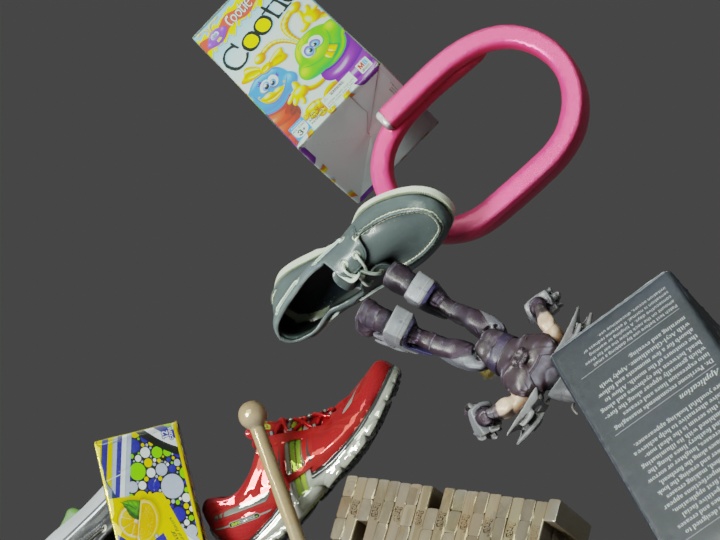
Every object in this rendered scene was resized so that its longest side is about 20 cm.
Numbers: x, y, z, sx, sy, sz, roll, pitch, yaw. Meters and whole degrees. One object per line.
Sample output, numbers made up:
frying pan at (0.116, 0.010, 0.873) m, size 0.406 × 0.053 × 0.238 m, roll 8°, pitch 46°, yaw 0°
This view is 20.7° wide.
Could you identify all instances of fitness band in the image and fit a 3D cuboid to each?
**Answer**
fitness band at (0.096, -0.113, 1.630) m, size 0.200 × 0.037 × 0.144 m, roll -42°, pitch 67°, yaw 8°

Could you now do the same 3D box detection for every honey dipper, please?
honey dipper at (-0.051, 0.194, 1.514) m, size 0.038 × 0.038 × 0.200 m, roll -22°, pitch 84°, yaw 23°

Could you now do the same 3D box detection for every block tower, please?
block tower at (0.069, 0.197, 1.482) m, size 0.200 × 0.054 × 0.058 m, roll 1°, pitch 65°, yaw 35°

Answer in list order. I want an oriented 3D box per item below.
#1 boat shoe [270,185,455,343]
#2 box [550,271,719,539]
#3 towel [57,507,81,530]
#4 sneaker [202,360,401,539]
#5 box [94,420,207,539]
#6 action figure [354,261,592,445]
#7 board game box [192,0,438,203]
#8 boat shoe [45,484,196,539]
boat shoe at (0.000, 0.000, 1.612) m, size 0.200 × 0.073 × 0.062 m, roll -32°, pitch 28°, yaw 36°
box at (0.241, 0.126, 1.342) m, size 0.107 × 0.148 × 0.200 m, roll -37°, pitch 49°, yaw 11°
towel at (-0.210, 0.293, 1.638) m, size 0.200 × 0.031 × 0.149 m, roll 20°, pitch 74°, yaw 42°
sneaker at (-0.049, 0.140, 1.560) m, size 0.085 × 0.077 × 0.200 m, roll 42°, pitch 90°, yaw 4°
box at (-0.153, 0.226, 1.550) m, size 0.070 × 0.064 × 0.200 m, roll -14°, pitch 76°, yaw -4°
action figure at (0.099, 0.059, 1.533) m, size 0.200 × 0.069 × 0.130 m, roll 26°, pitch 71°, yaw 25°
board game box at (-0.042, -0.169, 1.740) m, size 0.103 × 0.105 × 0.200 m, roll -45°, pitch 47°, yaw 3°
boat shoe at (-0.209, 0.237, 1.612) m, size 0.200 × 0.070 × 0.066 m, roll -46°, pitch 43°, yaw -9°
